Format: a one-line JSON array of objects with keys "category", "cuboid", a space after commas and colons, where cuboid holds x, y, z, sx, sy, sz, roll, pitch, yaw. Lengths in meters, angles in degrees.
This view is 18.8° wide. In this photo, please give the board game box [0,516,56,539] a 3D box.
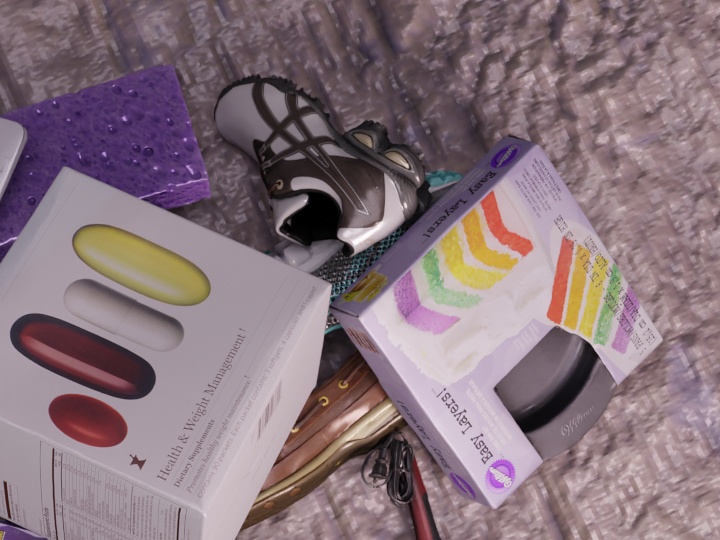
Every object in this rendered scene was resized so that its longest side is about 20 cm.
[{"category": "board game box", "cuboid": [-0.207, 0.279, 1.481, 0.164, 0.057, 0.201, 15, 89, -14]}]

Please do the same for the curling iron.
[{"category": "curling iron", "cuboid": [0.045, 0.214, 1.550, 0.049, 0.025, 0.201, -16, 89, -41]}]

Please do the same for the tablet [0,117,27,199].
[{"category": "tablet", "cuboid": [-0.315, -0.022, 1.527, 0.130, 0.014, 0.201, 16, 80, 37]}]

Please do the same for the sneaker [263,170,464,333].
[{"category": "sneaker", "cuboid": [0.000, 0.000, 1.574, 0.199, 0.078, 0.092, -31, 100, -5]}]

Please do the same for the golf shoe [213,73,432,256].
[{"category": "golf shoe", "cuboid": [-0.047, -0.073, 1.529, 0.199, 0.078, 0.095, 24, 61, 39]}]

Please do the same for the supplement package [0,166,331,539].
[{"category": "supplement package", "cuboid": [-0.151, 0.075, 1.432, 0.199, 0.147, 0.192, 23, 58, 8]}]

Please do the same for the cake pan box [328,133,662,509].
[{"category": "cake pan box", "cuboid": [0.099, 0.039, 1.525, 0.184, 0.052, 0.200, -41, 117, -14]}]

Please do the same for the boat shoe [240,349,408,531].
[{"category": "boat shoe", "cuboid": [-0.044, 0.120, 1.545, 0.200, 0.072, 0.068, -33, 79, -15]}]

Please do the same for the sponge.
[{"category": "sponge", "cuboid": [-0.214, -0.073, 1.564, 0.199, 0.030, 0.112, -18, 58, -6]}]
